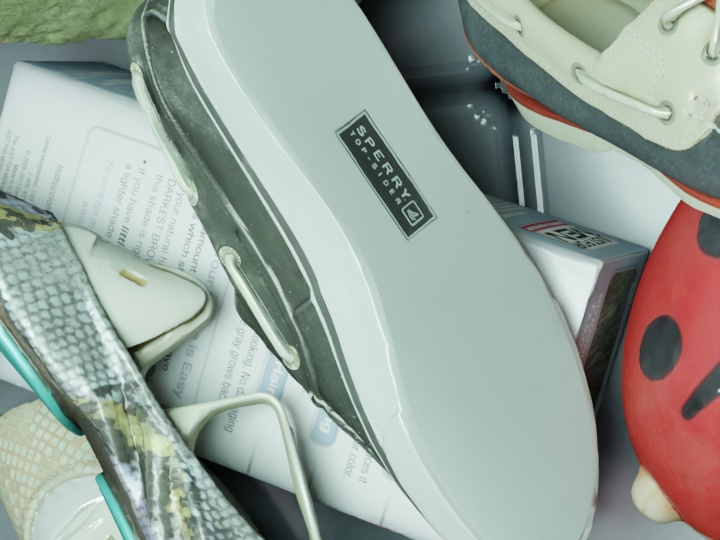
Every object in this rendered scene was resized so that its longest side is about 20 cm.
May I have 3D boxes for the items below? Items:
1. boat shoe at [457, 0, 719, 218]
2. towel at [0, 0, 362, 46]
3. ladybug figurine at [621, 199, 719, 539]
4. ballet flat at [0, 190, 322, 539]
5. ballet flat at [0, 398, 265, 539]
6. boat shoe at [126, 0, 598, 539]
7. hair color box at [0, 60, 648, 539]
[{"bbox_3d":[0.093,-0.064,0.771,0.071,0.200,0.063,-39,121,-17],"label":"boat shoe"},{"bbox_3d":[-0.032,-0.116,0.790,0.200,0.148,0.037,-40,57,53],"label":"towel"},{"bbox_3d":[0.149,0.002,0.793,0.200,0.072,0.136,-48,67,12],"label":"ladybug figurine"},{"bbox_3d":[-0.062,0.041,0.831,0.072,0.072,0.200,-34,83,19],"label":"ballet flat"},{"bbox_3d":[-0.052,0.112,0.888,0.200,0.062,0.067,43,106,13],"label":"ballet flat"},{"bbox_3d":[0.000,0.000,0.802,0.064,0.071,0.200,-26,93,51],"label":"boat shoe"},{"bbox_3d":[-0.023,0.010,0.873,0.200,0.061,0.099,20,100,18],"label":"hair color box"}]
